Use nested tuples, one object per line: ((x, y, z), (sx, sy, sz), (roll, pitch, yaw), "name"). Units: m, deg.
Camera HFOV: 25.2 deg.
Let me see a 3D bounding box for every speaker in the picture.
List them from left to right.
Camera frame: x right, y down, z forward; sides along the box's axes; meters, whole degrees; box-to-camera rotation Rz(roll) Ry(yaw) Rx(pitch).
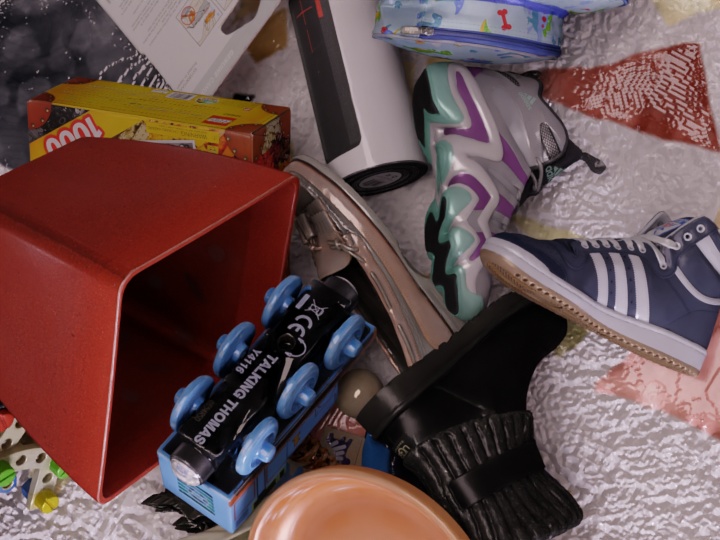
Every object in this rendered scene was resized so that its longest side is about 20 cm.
((-0.006, -0.165, 1.282), (0.081, 0.081, 0.200), (-17, 77, 16), "speaker")

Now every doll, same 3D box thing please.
((0.057, 0.140, 1.223), (0.200, 0.048, 0.136), (37, 72, 22), "doll")

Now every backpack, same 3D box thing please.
((0.102, -0.228, 1.204), (0.200, 0.183, 0.147), (3, 96, 13), "backpack")

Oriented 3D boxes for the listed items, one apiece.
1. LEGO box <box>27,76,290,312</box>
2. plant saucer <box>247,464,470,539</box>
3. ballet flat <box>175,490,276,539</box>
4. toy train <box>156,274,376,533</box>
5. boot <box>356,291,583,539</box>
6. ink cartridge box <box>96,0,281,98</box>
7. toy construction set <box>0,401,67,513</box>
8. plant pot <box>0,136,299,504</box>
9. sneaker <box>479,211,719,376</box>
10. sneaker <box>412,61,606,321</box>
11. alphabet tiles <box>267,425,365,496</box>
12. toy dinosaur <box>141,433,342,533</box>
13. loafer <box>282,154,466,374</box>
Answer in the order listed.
((-0.159, -0.063, 1.290), (0.200, 0.077, 0.149), (10, 114, 20), "LEGO box")
((0.011, 0.225, 1.112), (0.200, 0.037, 0.201), (11, 112, 28), "plant saucer")
((-0.083, 0.214, 1.191), (0.200, 0.069, 0.070), (-24, 74, -8), "ballet flat")
((-0.068, 0.091, 1.182), (0.087, 0.114, 0.200), (31, 60, 16), "toy train")
((0.114, 0.115, 1.160), (0.211, 0.079, 0.158), (-34, 73, -33), "boot")
((-0.116, -0.252, 1.317), (0.174, 0.044, 0.200), (50, 114, 25), "ink cartridge box")
((-0.259, 0.095, 1.307), (0.092, 0.131, 0.200), (19, 84, 34), "toy construction set")
((-0.183, 0.011, 1.179), (0.176, 0.200, 0.200), (28, 127, 23), "plant pot")
((0.183, -0.010, 1.157), (0.200, 0.070, 0.109), (27, 87, -24), "sneaker")
((0.119, -0.063, 1.213), (0.140, 0.078, 0.200), (-2, 79, -14), "sneaker")
((-0.010, 0.231, 1.261), (0.166, 0.006, 0.200), (15, 87, 20), "alphabet tiles")
((-0.107, 0.139, 1.268), (0.200, 0.102, 0.136), (5, 66, 39), "toy dinosaur")
((0.000, 0.000, 1.232), (0.063, 0.072, 0.200), (-42, 88, -21), "loafer")
